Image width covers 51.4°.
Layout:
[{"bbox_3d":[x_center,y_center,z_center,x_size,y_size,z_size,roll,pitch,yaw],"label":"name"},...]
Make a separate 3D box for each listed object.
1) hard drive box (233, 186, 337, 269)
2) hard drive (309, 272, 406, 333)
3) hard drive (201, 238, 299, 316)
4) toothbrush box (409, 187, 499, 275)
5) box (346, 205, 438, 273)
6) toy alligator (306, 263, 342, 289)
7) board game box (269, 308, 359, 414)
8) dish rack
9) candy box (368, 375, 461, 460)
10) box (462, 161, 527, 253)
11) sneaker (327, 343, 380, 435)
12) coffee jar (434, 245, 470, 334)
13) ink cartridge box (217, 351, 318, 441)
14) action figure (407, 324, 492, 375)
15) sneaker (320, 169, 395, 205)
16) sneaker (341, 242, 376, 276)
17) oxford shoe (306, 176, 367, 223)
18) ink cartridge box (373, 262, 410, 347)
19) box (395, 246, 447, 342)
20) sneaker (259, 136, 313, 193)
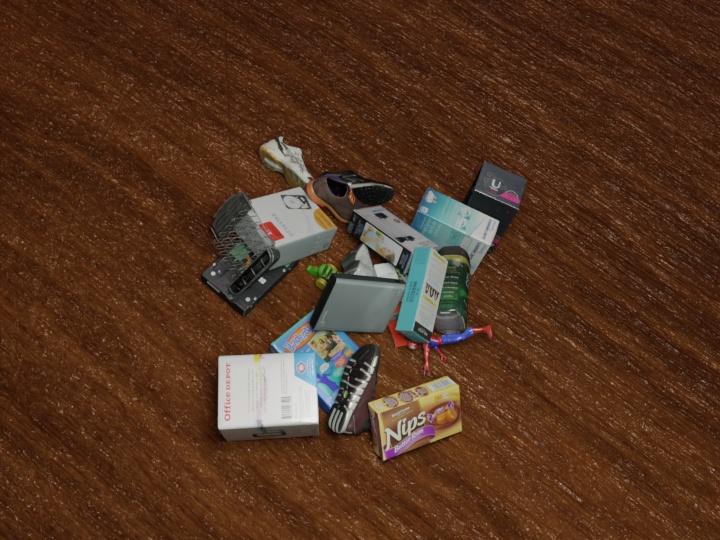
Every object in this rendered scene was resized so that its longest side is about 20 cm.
[{"bbox_3d":[-0.180,-0.103,1.775,0.199,0.077,0.156,-23,62,-44],"label":"hard drive box"},{"bbox_3d":[-0.005,0.075,1.675,0.198,0.141,0.033,6,32,-36],"label":"hard drive"},{"bbox_3d":[-0.257,-0.003,1.760,0.139,0.038,0.200,37,60,10],"label":"hard drive"},{"bbox_3d":[0.224,-0.096,1.863,0.198,0.147,0.086,25,58,1],"label":"toothbrush box"},{"bbox_3d":[0.077,-0.078,1.814,0.199,0.061,0.116,38,31,29],"label":"box"},{"bbox_3d":[-0.040,0.034,1.778,0.198,0.054,0.060,32,58,7],"label":"toy alligator"},{"bbox_3d":[-0.083,0.198,1.676,0.152,0.045,0.200,-37,74,-28],"label":"board game box"},{"bbox_3d":[-0.270,-0.067,1.682,0.054,0.153,0.202,-9,64,-55],"label":"dish rack"},{"bbox_3d":[0.119,0.316,1.609,0.197,0.118,0.056,-15,23,-22],"label":"candy box"},{"bbox_3d":[0.322,-0.156,1.888,0.121,0.201,0.107,23,57,2],"label":"box"},{"bbox_3d":[0.012,0.263,1.616,0.115,0.075,0.202,28,87,-41],"label":"sneaker"},{"bbox_3d":[0.218,0.044,1.797,0.084,0.105,0.202,-2,54,16],"label":"coffee jar"},{"bbox_3d":[-0.186,0.259,1.531,0.197,0.146,0.149,-2,68,-4],"label":"ink cartridge box"},{"bbox_3d":[0.207,0.184,1.726,0.197,0.065,0.101,-6,86,12],"label":"action figure"},{"bbox_3d":[-0.008,-0.226,1.931,0.197,0.076,0.089,1,54,-12],"label":"sneaker"},{"bbox_3d":[0.000,0.000,1.774,0.080,0.070,0.201,46,18,-17],"label":"sneaker"},{"bbox_3d":[-0.039,-0.172,1.848,0.199,0.072,0.072,24,58,-40],"label":"oxford shoe"},{"bbox_3d":[0.105,0.075,1.789,0.107,0.051,0.202,-9,62,-19],"label":"ink cartridge box"},{"bbox_3d":[0.141,0.055,1.701,0.049,0.082,0.203,1,67,38],"label":"box"},{"bbox_3d":[-0.167,-0.273,1.919,0.200,0.076,0.088,42,60,12],"label":"sneaker"}]
